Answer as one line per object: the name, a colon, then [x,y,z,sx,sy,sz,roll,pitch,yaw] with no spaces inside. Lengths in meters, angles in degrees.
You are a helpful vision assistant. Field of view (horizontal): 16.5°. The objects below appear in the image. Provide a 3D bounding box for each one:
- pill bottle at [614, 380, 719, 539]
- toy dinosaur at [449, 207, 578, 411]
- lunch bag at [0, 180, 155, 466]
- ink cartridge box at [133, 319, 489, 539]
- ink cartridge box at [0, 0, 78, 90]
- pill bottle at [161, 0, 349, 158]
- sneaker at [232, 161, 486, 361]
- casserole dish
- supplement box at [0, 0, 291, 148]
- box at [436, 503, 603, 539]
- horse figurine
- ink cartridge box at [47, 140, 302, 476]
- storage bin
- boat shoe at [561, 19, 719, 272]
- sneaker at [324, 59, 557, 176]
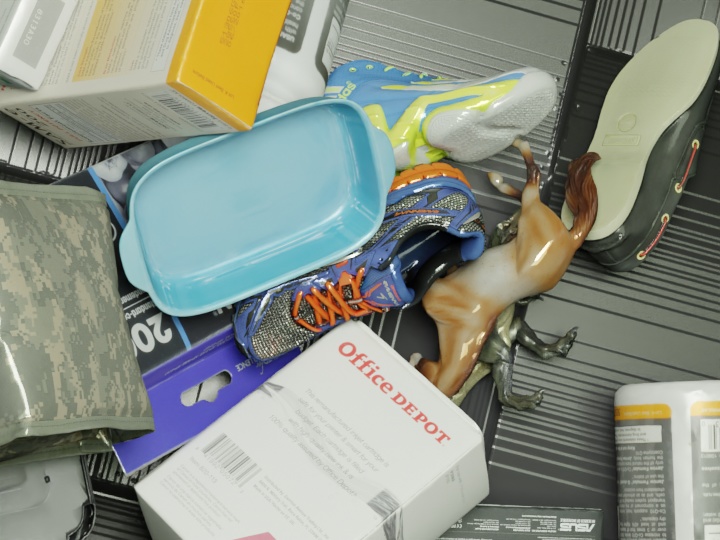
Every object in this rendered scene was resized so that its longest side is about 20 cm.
pill bottle: [0.241,0.179,1.765,0.116,0.116,0.201,-1,86,-10]
toy dinosaur: [0.101,0.056,1.787,0.088,0.047,0.200,25,80,10]
lunch bag: [-0.210,0.035,1.541,0.117,0.200,0.165,-18,81,24]
ink cartridge box: [-0.030,0.151,1.694,0.200,0.083,0.146,-38,58,-18]
ink cartridge box: [-0.260,-0.213,1.700,0.050,0.200,0.161,30,79,-41]
pill bottle: [-0.070,-0.173,1.725,0.114,0.114,0.201,18,70,-8]
sneaker: [0.000,0.000,1.704,0.200,0.078,0.075,-35,131,-4]
casserole dish: [-0.073,-0.048,1.646,0.200,0.039,0.121,-23,122,-17]
supplement box: [-0.142,-0.156,1.641,0.073,0.200,0.126,31,68,-39]
box: [0.071,0.245,1.766,0.199,0.044,0.161,2,85,-9]
horse figurine: [0.095,-0.010,1.757,0.200,0.050,0.133,-35,58,9]
ink cartridge box: [-0.132,0.013,1.705,0.198,0.043,0.200,-29,91,-45]
storage bin: [-0.264,0.101,1.697,0.135,0.094,0.201,-11,88,-10]
boat shoe: [0.213,-0.093,1.814,0.063,0.074,0.202,46,63,-42]
sneaker: [0.035,-0.120,1.756,0.200,0.076,0.105,-23,64,7]
